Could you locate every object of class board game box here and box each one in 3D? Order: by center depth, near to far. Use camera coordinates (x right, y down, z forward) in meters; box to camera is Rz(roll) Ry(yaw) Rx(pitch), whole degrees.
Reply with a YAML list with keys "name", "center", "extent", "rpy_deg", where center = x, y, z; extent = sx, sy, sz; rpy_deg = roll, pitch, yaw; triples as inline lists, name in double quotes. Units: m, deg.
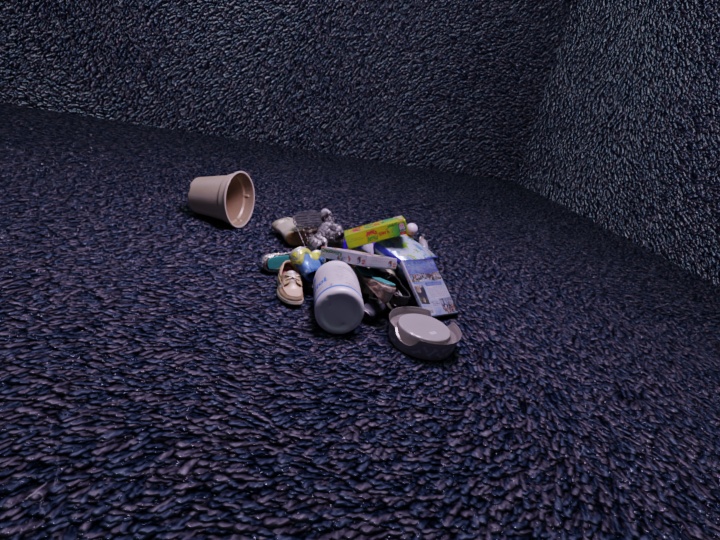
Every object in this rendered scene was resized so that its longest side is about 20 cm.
- name: "board game box"
  center: [-0.007, -0.037, 1.593]
  extent: [0.126, 0.035, 0.199]
  rpy_deg: [5, 5, -44]
- name: "board game box"
  center: [0.049, -0.124, 1.762]
  extent: [0.198, 0.048, 0.102]
  rpy_deg: [-15, 13, 1]

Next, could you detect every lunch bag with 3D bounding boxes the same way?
- name: "lunch bag"
  center: [0.142, -0.041, 1.815]
  extent: [0.169, 0.128, 0.200]
  rpy_deg: [33, 11, 18]

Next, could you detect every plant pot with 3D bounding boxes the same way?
- name: "plant pot"
  center: [-0.513, -0.265, 1.988]
  extent: [0.182, 0.203, 0.200]
  rpy_deg: [7, 19, 19]

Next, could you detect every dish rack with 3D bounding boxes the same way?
- name: "dish rack"
  center: [-0.142, -0.125, 1.884]
  extent: [0.152, 0.055, 0.201]
  rpy_deg: [-9, 67, -42]

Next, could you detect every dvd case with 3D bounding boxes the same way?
- name: "dvd case"
  center: [0.211, 0.054, 1.667]
  extent: [0.142, 0.018, 0.201]
  rpy_deg: [-3, 61, -39]

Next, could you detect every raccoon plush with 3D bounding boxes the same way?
- name: "raccoon plush"
  center: [-0.142, -0.120, 1.807]
  extent: [0.133, 0.097, 0.200]
  rpy_deg: [-4, 37, -26]

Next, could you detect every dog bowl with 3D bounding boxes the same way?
- name: "dog bowl"
  center: [0.165, 0.168, 1.454]
  extent: [0.198, 0.059, 0.200]
  rpy_deg: [11, 22, -4]

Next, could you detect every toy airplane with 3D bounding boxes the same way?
- name: "toy airplane"
  center: [0.167, -0.106, 2.011]
  extent: [0.198, 0.142, 0.200]
  rpy_deg: [35, 15, 11]

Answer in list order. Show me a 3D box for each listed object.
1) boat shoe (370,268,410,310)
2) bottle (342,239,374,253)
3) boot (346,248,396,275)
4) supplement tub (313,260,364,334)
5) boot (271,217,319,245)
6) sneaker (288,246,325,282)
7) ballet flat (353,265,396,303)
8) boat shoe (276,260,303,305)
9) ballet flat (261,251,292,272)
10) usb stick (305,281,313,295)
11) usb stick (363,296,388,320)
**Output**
- name: "boat shoe"
  center: [0.085, 0.037, 1.591]
  extent: [0.073, 0.063, 0.202]
  rpy_deg: [7, 33, -32]
- name: "bottle"
  center: [0.018, -0.069, 1.913]
  extent: [0.065, 0.084, 0.199]
  rpy_deg: [-17, -10, 32]
- name: "boot"
  center: [0.000, 0.000, 1.729]
  extent: [0.199, 0.073, 0.154]
  rpy_deg: [28, 25, 17]
- name: "supplement tub"
  center: [-0.062, 0.069, 1.468]
  extent: [0.131, 0.133, 0.200]
  rpy_deg: [9, 21, -10]
- name: "boot"
  center: [-0.209, -0.143, 1.992]
  extent: [0.198, 0.073, 0.154]
  rpy_deg: [-3, 24, -35]
- name: "sneaker"
  center: [-0.143, -0.005, 1.628]
  extent: [0.106, 0.075, 0.200]
  rpy_deg: [59, 16, 15]
- name: "ballet flat"
  center: [0.029, 0.041, 1.547]
  extent: [0.068, 0.068, 0.200]
  rpy_deg: [9, 13, -28]
- name: "boat shoe"
  center: [-0.202, 0.031, 1.563]
  extent: [0.073, 0.070, 0.200]
  rpy_deg: [4, 23, -20]
- name: "ballet flat"
  center: [-0.220, -0.032, 1.712]
  extent: [0.198, 0.076, 0.064]
  rpy_deg: [2, 8, -34]
- name: "usb stick"
  center: [-0.118, 0.027, 1.671]
  extent: [0.055, 0.033, 0.200]
  rpy_deg: [15, 21, 7]
- name: "usb stick"
  center: [0.055, 0.098, 1.575]
  extent: [0.055, 0.033, 0.200]
  rpy_deg: [25, 24, 22]
